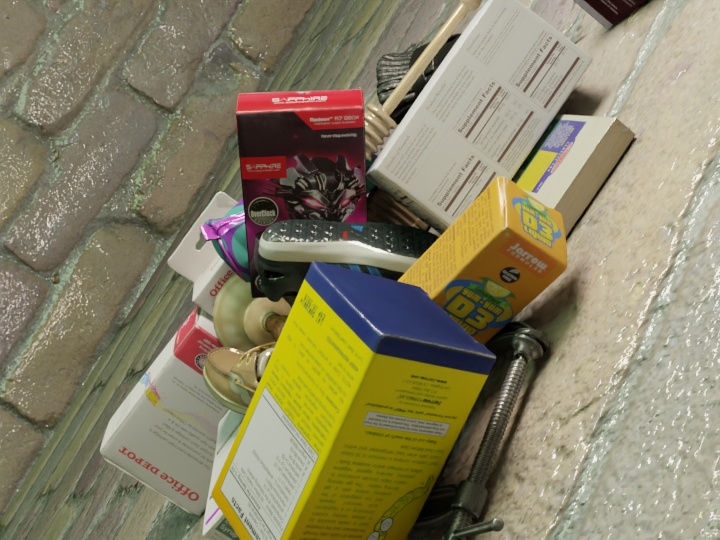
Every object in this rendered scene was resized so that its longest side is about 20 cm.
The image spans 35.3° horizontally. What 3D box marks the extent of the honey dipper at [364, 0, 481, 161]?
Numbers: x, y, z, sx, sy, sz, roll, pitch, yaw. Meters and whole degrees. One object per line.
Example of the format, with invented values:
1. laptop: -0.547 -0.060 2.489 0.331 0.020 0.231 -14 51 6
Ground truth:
1. honey dipper: 0.055 -0.201 1.133 0.201 0.038 0.038 -54 15 3

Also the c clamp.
1. c clamp: 0.090 0.115 0.820 0.171 0.027 0.202 -41 22 56

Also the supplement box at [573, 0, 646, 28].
1. supplement box: 0.288 -0.324 1.055 0.199 0.060 0.110 -32 28 57

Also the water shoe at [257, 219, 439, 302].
1. water shoe: 0.000 0.000 1.087 0.072 0.196 0.080 -75 -8 -62

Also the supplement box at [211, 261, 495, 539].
1. supplement box: -0.009 0.114 0.812 0.109 0.108 0.202 43 114 49

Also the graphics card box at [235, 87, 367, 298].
1. graphics card box: -0.054 -0.073 1.111 0.051 0.123 0.203 -97 5 -61

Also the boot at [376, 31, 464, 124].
1. boot: 0.089 -0.215 1.293 0.156 0.080 0.212 -17 19 17

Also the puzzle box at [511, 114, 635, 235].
1. puzzle box: 0.145 -0.046 0.974 0.201 0.025 0.133 -55 15 1

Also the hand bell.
1. hand bell: -0.088 0.057 1.163 0.105 0.104 0.200 -56 15 -5

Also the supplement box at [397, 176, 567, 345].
1. supplement box: 0.073 0.022 0.886 0.200 0.066 0.069 -48 23 32

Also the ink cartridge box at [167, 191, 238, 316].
1. ink cartridge box: -0.114 0.016 1.299 0.117 0.199 0.068 -52 15 9

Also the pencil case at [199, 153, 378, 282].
1. pencil case: -0.070 -0.075 1.201 0.199 0.093 0.085 -38 59 -1

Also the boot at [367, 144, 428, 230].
1. boot: 0.037 -0.088 1.303 0.200 0.072 0.166 -49 16 -12

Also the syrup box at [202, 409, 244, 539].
1. syrup box: -0.094 0.193 1.098 0.082 0.078 0.201 -50 16 18

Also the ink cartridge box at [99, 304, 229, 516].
1. ink cartridge box: -0.188 0.161 1.321 0.201 0.147 0.086 -49 16 15

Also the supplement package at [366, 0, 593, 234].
1. supplement package: 0.106 -0.143 1.083 0.201 0.110 0.156 -54 4 0

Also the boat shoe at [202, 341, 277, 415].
1. boat shoe: -0.081 0.104 1.077 0.073 0.068 0.198 -21 30 -40
